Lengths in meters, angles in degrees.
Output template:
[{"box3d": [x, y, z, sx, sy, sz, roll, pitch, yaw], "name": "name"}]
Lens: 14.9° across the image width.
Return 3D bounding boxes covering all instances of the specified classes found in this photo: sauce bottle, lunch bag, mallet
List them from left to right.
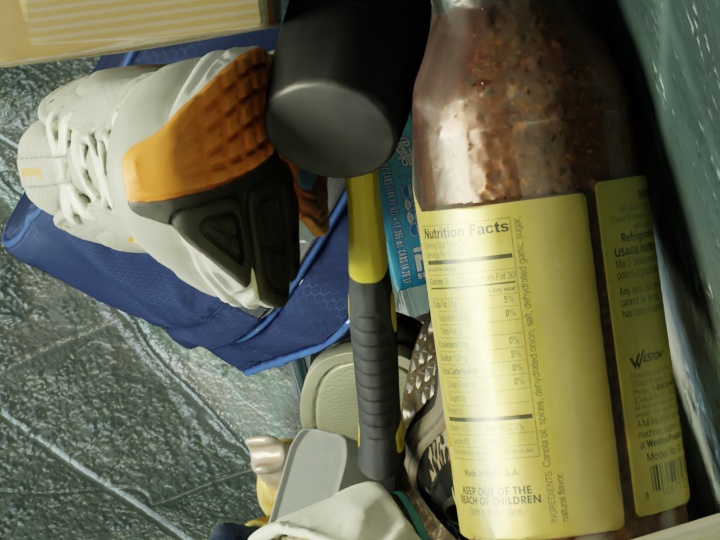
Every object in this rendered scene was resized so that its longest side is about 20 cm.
[{"box3d": [-0.041, -0.039, 1.018, 0.136, 0.132, 0.200, -62, 9, -11], "name": "lunch bag"}, {"box3d": [0.000, 0.000, 0.806, 0.066, 0.041, 0.201, -73, -15, -48], "name": "mallet"}, {"box3d": [0.047, -0.016, 0.733, 0.066, 0.066, 0.201, -176, 80, -85], "name": "sauce bottle"}]

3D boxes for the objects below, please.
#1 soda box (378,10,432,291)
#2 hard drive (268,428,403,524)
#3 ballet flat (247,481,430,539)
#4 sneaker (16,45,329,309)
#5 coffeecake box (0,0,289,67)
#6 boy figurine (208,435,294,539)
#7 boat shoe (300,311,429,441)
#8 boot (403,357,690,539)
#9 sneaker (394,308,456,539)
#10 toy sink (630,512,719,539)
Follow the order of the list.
[{"box3d": [0.018, -0.094, 0.822, 0.068, 0.064, 0.201, -111, 7, -50], "name": "soda box"}, {"box3d": [0.013, 0.146, 1.077, 0.200, 0.026, 0.132, 29, -106, -60], "name": "hard drive"}, {"box3d": [0.008, 0.112, 0.822, 0.200, 0.069, 0.070, -147, 41, -72], "name": "ballet flat"}, {"box3d": [-0.063, -0.028, 0.816, 0.200, 0.092, 0.076, -32, -61, -83], "name": "sneaker"}, {"box3d": [-0.066, -0.138, 0.762, 0.200, 0.073, 0.154, -88, -10, -85], "name": "coffeecake box"}, {"box3d": [-0.032, 0.122, 1.080, 0.200, 0.064, 0.125, -21, -67, -60], "name": "boy figurine"}, {"box3d": [0.021, 0.049, 1.110, 0.200, 0.072, 0.068, 49, -141, -65], "name": "boat shoe"}, {"box3d": [0.070, 0.102, 0.854, 0.200, 0.073, 0.151, 98, 156, -66], "name": "boot"}, {"box3d": [0.056, 0.085, 1.011, 0.070, 0.075, 0.201, -129, 45, -60], "name": "sneaker"}, {"box3d": [0.029, 0.131, 0.629, 0.130, 0.199, 0.112, 109, 145, -81], "name": "toy sink"}]
